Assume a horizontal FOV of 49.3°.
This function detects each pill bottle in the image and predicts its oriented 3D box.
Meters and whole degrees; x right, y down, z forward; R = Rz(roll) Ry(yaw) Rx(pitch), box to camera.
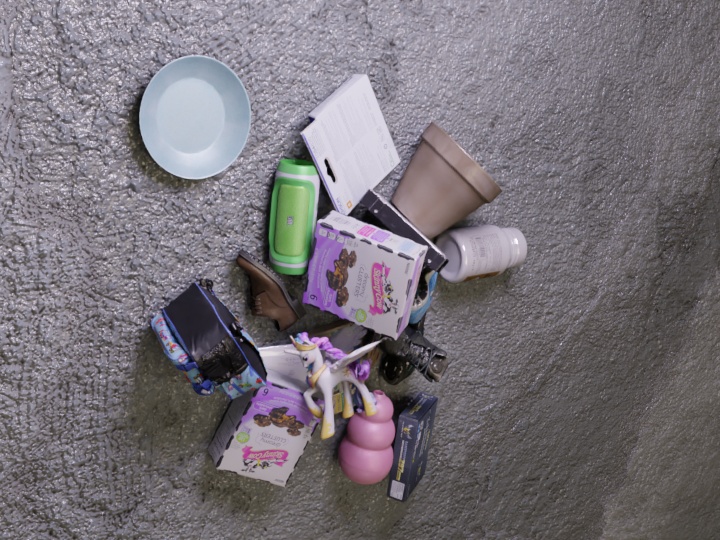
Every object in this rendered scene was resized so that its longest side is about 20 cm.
[{"bbox_3d":[0.269,-0.041,1.739,0.197,0.114,0.117,-8,111,-32],"label":"pill bottle"}]

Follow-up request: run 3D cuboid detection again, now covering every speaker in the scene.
[{"bbox_3d":[-0.124,-0.100,1.459,0.087,0.088,0.204,-4,109,-33],"label":"speaker"}]

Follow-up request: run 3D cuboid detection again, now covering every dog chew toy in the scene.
[{"bbox_3d":[0.021,0.356,1.696,0.123,0.124,0.204,1,109,-35],"label":"dog chew toy"}]

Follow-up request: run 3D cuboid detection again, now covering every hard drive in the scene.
[{"bbox_3d":[0.088,-0.076,1.523,0.038,0.199,0.140,-48,172,5],"label":"hard drive"}]

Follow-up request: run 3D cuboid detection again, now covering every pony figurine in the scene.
[{"bbox_3d":[-0.037,0.190,1.502,0.190,0.166,0.204,-22,102,-19],"label":"pony figurine"}]

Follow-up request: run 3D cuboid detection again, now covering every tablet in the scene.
[{"bbox_3d":[-0.142,0.210,1.581,0.196,0.014,0.133,-4,110,-24],"label":"tablet"}]

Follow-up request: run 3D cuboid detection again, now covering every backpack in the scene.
[{"bbox_3d":[-0.258,0.145,1.402,0.134,0.183,0.201,-36,136,-9],"label":"backpack"}]

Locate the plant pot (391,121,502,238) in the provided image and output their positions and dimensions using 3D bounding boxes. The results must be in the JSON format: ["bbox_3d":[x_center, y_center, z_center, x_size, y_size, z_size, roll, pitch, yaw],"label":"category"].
[{"bbox_3d":[0.158,-0.168,1.586,0.174,0.201,0.199,-46,128,8],"label":"plant pot"}]

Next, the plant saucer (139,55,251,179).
[{"bbox_3d":[-0.281,-0.258,1.320,0.198,0.038,0.205,-14,114,-32],"label":"plant saucer"}]

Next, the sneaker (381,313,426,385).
[{"bbox_3d":[0.105,0.153,1.732,0.078,0.075,0.204,2,112,-49],"label":"sneaker"}]

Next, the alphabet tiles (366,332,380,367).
[{"bbox_3d":[0.051,0.110,1.634,0.166,0.006,0.204,-31,139,-74],"label":"alphabet tiles"}]

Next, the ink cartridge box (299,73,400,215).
[{"bbox_3d":[-0.024,-0.233,1.485,0.200,0.040,0.202,-46,128,-30],"label":"ink cartridge box"}]

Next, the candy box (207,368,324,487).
[{"bbox_3d":[-0.181,0.309,1.551,0.166,0.071,0.203,24,98,-32],"label":"candy box"}]

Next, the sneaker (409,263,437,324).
[{"bbox_3d":[0.121,0.033,1.656,0.201,0.077,0.091,-63,158,-46],"label":"sneaker"}]

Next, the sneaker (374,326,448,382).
[{"bbox_3d":[0.113,0.163,1.597,0.199,0.113,0.077,35,87,-49],"label":"sneaker"}]

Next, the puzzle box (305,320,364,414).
[{"bbox_3d":[-0.053,0.207,1.657,0.131,0.025,0.204,-16,115,-29],"label":"puzzle box"}]

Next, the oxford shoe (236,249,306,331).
[{"bbox_3d":[-0.181,0.045,1.479,0.084,0.072,0.201,-43,125,-12],"label":"oxford shoe"}]

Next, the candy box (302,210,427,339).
[{"bbox_3d":[0.006,0.008,1.439,0.072,0.197,0.171,-42,149,-59],"label":"candy box"}]

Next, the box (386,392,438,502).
[{"bbox_3d":[0.119,0.400,1.785,0.157,0.050,0.204,-26,127,-67],"label":"box"}]

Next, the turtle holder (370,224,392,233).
[{"bbox_3d":[0.005,-0.009,1.565,0.131,0.186,0.142,37,44,-8],"label":"turtle holder"}]
